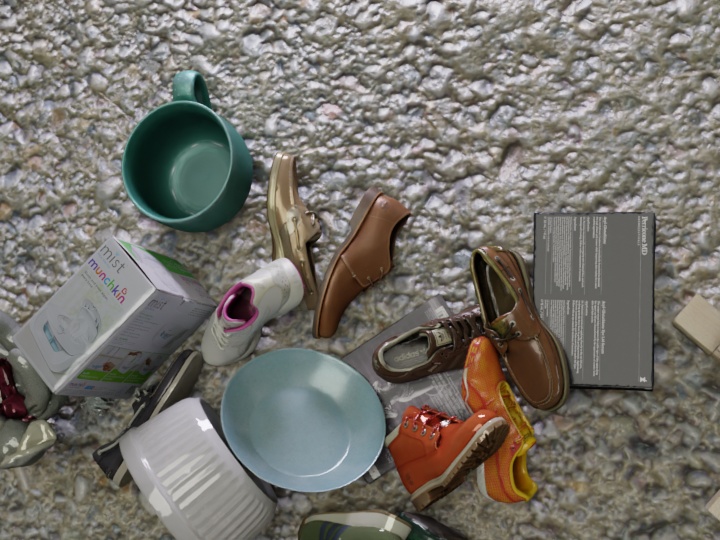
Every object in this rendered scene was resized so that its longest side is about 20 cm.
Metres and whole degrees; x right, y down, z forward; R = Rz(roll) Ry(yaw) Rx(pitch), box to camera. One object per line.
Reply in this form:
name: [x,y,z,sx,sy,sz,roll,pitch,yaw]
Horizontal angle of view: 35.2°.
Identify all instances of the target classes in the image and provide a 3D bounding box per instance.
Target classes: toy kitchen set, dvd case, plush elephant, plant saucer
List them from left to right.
plush elephant: [-0.434,0.176,1.434,0.199,0.165,0.156,34,64,-7]
plant saucer: [-0.070,0.184,1.350,0.198,0.039,0.203,8,49,-9]
dvd case: [0.054,0.145,1.394,0.199,0.016,0.150,-33,77,6]
toy kitchen set: [0.391,0.152,1.234,0.200,0.163,0.181,42,93,16]

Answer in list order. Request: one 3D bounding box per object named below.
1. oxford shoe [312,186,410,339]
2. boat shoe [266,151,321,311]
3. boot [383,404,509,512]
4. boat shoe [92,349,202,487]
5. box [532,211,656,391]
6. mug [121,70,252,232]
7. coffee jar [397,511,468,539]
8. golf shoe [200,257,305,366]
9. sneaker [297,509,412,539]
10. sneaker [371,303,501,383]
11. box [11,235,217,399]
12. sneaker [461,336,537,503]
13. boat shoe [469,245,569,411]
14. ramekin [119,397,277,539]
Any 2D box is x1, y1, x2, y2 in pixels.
oxford shoe: [0.000,0.000,1.401,0.071,0.071,0.202,26,88,10]
boat shoe: [-0.079,-0.050,1.430,0.064,0.071,0.203,-3,92,9]
boot: [0.090,0.192,1.291,0.108,0.074,0.200,59,142,16]
boat shoe: [-0.274,0.177,1.442,0.062,0.073,0.201,34,96,14]
box: [0.273,0.037,1.323,0.139,0.079,0.203,1,82,18]
mug: [-0.205,-0.140,1.446,0.151,0.114,0.186,32,90,16]
coffee jar: [0.050,0.388,1.314,0.085,0.104,0.202,24,88,38]
golf shoe: [-0.153,0.057,1.389,0.076,0.091,0.200,55,128,15]
sneaker: [-0.022,0.330,1.299,0.067,0.199,0.091,33,60,-24]
sneaker: [0.108,0.086,1.341,0.198,0.076,0.071,-23,78,7]
box: [-0.294,0.065,1.396,0.177,0.200,0.097,-46,75,5]
sneaker: [0.166,0.171,1.313,0.076,0.073,0.202,-5,106,34]
boat shoe: [0.170,0.066,1.279,0.072,0.068,0.202,-37,60,31]
ramekin: [-0.185,0.247,1.350,0.105,0.200,0.201,-37,75,-3]
